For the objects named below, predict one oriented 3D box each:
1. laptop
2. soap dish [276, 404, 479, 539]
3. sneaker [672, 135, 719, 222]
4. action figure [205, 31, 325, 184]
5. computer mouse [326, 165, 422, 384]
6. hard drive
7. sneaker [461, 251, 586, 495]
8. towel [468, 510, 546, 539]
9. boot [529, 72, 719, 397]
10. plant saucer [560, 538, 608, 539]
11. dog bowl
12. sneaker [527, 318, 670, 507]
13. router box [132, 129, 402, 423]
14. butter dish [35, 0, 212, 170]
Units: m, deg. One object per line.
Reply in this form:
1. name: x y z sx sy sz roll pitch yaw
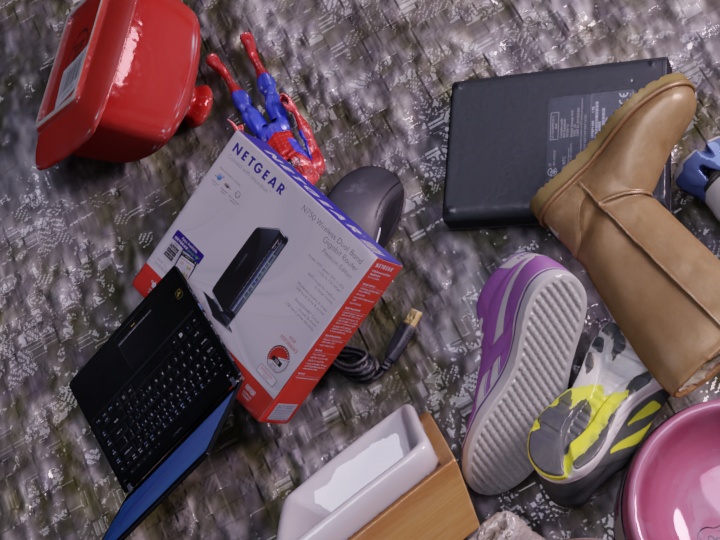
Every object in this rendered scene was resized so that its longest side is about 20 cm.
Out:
1. laptop: -0.196 0.125 1.026 0.177 0.103 0.200 -45 65 23
2. soap dish: 0.012 0.189 0.933 0.157 0.200 0.081 -38 94 0
3. sneaker: 0.374 -0.084 0.982 0.199 0.081 0.116 -32 70 11
4. action figure: -0.087 -0.140 1.148 0.065 0.052 0.201 -30 69 1
5. computer mouse: 0.000 0.000 1.072 0.140 0.046 0.201 25 80 25
6. hard drive: 0.172 -0.111 1.052 0.199 0.033 0.140 -3 71 24
7. sneaker: 0.126 0.082 1.005 0.072 0.114 0.201 16 101 -21
8. towel: 0.060 0.266 0.919 0.200 0.133 0.035 -41 62 1
9. boot: 0.250 -0.030 0.934 0.175 0.066 0.200 -47 58 18
10. plant saucer: 0.194 0.257 0.867 0.199 0.201 0.037 18 47 21
11. dog bowl: 0.288 0.186 0.899 0.199 0.074 0.201 -8 63 16
12. sneaker: 0.204 0.109 0.965 0.200 0.085 0.074 -39 54 -23
13. router box: -0.089 0.004 1.065 0.200 0.049 0.180 42 103 29
14. butter dish: -0.213 -0.183 1.153 0.200 0.147 0.201 -13 60 58
